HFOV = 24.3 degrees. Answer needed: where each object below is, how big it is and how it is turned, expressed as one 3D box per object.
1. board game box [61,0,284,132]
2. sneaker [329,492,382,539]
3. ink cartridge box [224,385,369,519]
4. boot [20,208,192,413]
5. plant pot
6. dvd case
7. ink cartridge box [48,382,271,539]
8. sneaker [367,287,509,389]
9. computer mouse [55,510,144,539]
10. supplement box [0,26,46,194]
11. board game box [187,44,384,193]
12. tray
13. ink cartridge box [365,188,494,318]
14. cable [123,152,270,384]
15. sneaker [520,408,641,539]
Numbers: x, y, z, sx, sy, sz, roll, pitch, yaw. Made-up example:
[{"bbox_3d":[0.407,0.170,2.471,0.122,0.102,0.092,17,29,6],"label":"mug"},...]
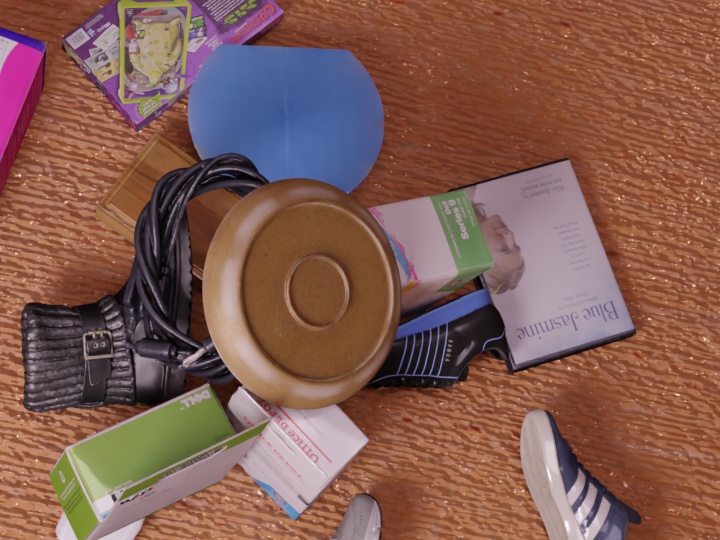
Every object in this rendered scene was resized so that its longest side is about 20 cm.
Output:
[{"bbox_3d":[-0.191,-0.246,1.708,0.200,0.032,0.120,-40,79,-19],"label":"board game box"},{"bbox_3d":[-0.045,0.290,1.543,0.092,0.076,0.201,23,68,1],"label":"sneaker"},{"bbox_3d":[-0.062,0.147,1.515,0.116,0.200,0.068,45,70,5],"label":"ink cartridge box"},{"bbox_3d":[-0.237,0.031,1.562,0.157,0.079,0.212,4,86,-7],"label":"boot"},{"bbox_3d":[-0.042,0.019,1.438,0.199,0.027,0.201,3,85,-32],"label":"plant pot"},{"bbox_3d":[0.183,-0.007,1.711,0.142,0.018,0.201,-16,76,-16],"label":"dvd case"},{"bbox_3d":[-0.175,0.155,1.444,0.147,0.200,0.076,-23,77,-26],"label":"ink cartridge box"},{"bbox_3d":[0.052,0.088,1.627,0.199,0.070,0.078,-24,90,-12],"label":"sneaker"},{"bbox_3d":[-0.241,0.229,1.537,0.109,0.044,0.201,29,69,0],"label":"computer mouse"},{"bbox_3d":[-0.380,-0.127,1.593,0.101,0.103,0.201,20,68,-5],"label":"supplement box"},{"bbox_3d":[-0.077,-0.146,1.692,0.199,0.039,0.159,1,72,-11],"label":"board game box"},{"bbox_3d":[-0.150,-0.038,1.645,0.200,0.037,0.099,35,69,2],"label":"tray"},{"bbox_3d":[0.000,0.000,1.577,0.199,0.145,0.088,-14,78,-33],"label":"ink cartridge box"},{"bbox_3d":[-0.128,-0.005,1.479,0.163,0.051,0.201,16,88,26],"label":"cable"},{"bbox_3d":[0.219,0.223,1.618,0.084,0.075,0.201,-17,86,-14],"label":"sneaker"}]
